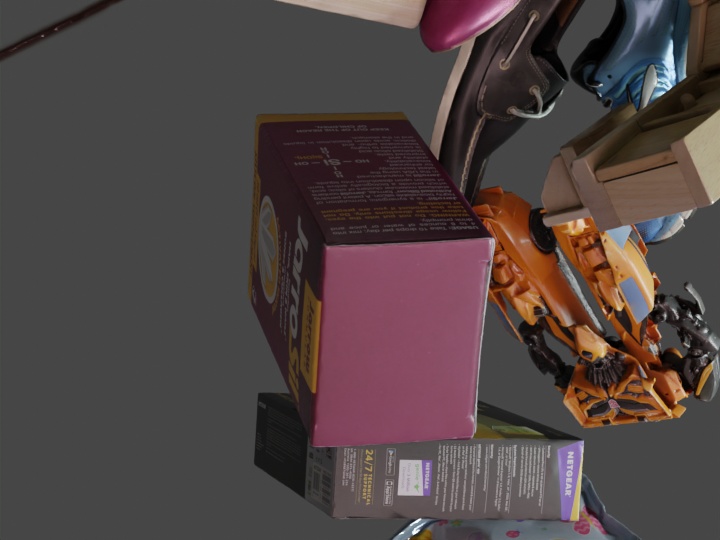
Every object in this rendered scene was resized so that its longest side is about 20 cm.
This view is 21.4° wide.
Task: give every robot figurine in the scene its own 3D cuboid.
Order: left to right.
[{"bbox_3d":[0.148,0.027,1.246,0.144,0.058,0.201,-12,120,41],"label":"robot figurine"}]

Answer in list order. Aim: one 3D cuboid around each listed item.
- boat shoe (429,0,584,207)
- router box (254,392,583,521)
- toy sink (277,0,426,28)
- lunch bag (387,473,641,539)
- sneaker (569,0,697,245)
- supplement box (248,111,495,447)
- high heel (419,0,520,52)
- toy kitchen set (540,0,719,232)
[{"bbox_3d":[0.092,-0.117,1.173,0.067,0.072,0.201,25,110,13],"label":"boat shoe"},{"bbox_3d":[0.031,0.115,1.206,0.156,0.200,0.053,3,93,-17],"label":"router box"},{"bbox_3d":[0.000,-0.255,1.057,0.111,0.130,0.201,9,112,-19],"label":"toy sink"},{"bbox_3d":[0.088,0.251,1.335,0.199,0.127,0.171,-14,121,-19],"label":"lunch bag"},{"bbox_3d":[0.175,-0.114,1.216,0.089,0.078,0.201,-1,107,-4],"label":"sneaker"},{"bbox_3d":[0.000,0.000,1.142,0.102,0.200,0.132,-2,115,-15],"label":"supplement box"},{"bbox_3d":[0.067,-0.217,1.078,0.096,0.067,0.201,55,53,-36],"label":"high heel"},{"bbox_3d":[0.155,-0.137,1.095,0.200,0.163,0.181,-36,104,-41],"label":"toy kitchen set"}]
